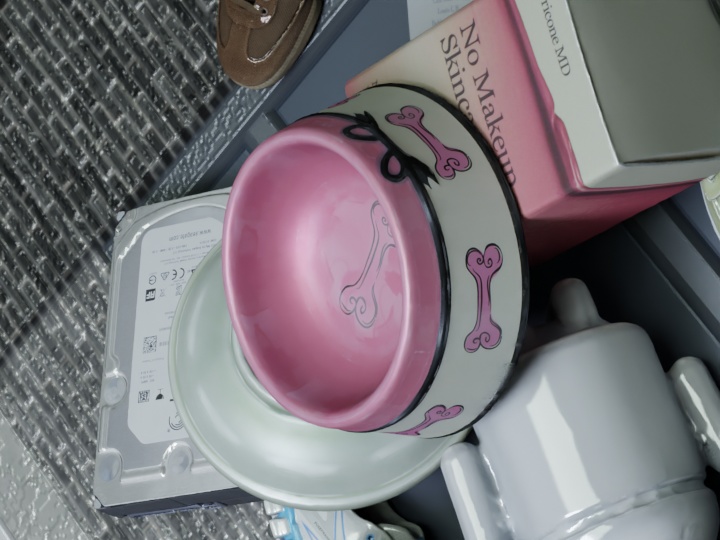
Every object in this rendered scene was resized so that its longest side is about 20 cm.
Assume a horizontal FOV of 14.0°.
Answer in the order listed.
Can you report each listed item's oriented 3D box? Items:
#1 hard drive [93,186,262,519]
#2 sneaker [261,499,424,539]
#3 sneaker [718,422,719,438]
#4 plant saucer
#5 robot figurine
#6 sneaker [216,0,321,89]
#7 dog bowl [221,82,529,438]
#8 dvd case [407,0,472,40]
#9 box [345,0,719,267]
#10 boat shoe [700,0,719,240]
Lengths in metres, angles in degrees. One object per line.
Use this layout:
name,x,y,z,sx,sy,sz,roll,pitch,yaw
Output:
hard drive,-0.099,0.049,1.821,0.139,0.038,0.201,-10,68,35
sneaker,0.004,0.195,1.769,0.087,0.075,0.201,-20,80,27
sneaker,0.269,0.064,1.555,0.200,0.074,0.089,14,105,47
plant saucer,-0.021,0.041,1.737,0.200,0.050,0.201,-3,70,8
robot figurine,0.132,0.107,1.651,0.169,0.113,0.200,-20,76,-1
sneaker,-0.059,-0.210,1.800,0.070,0.075,0.200,25,104,32
dog bowl,0.000,0.000,1.616,0.200,0.074,0.201,13,107,49
dvd case,0.090,-0.155,1.733,0.142,0.018,0.201,-6,87,35
box,0.101,-0.086,1.619,0.200,0.109,0.128,-30,73,50
boat shoe,0.206,-0.073,1.627,0.072,0.062,0.200,-27,76,32
